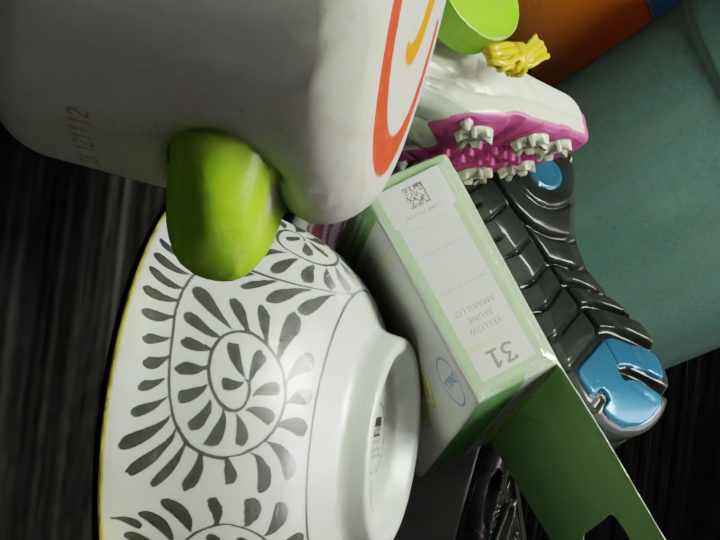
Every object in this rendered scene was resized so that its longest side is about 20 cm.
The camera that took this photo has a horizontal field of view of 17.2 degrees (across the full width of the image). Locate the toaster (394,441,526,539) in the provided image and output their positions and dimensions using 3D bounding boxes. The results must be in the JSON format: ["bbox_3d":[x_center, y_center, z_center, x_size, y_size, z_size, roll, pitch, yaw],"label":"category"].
[{"bbox_3d":[0.014,0.179,1.150,0.201,0.118,0.182,78,22,-51],"label":"toaster"}]

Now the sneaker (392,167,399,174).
[{"bbox_3d":[0.003,-0.126,1.085,0.088,0.080,0.202,-34,131,-83],"label":"sneaker"}]

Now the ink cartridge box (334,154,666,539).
[{"bbox_3d":[0.055,0.064,1.027,0.201,0.048,0.146,63,-15,11],"label":"ink cartridge box"}]

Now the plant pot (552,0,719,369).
[{"bbox_3d":[0.166,-0.040,1.226,0.201,0.195,0.201,55,15,-23],"label":"plant pot"}]

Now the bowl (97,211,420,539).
[{"bbox_3d":[-0.030,0.066,0.983,0.201,0.094,0.202,6,90,-75],"label":"bowl"}]

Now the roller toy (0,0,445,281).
[{"bbox_3d":[-0.043,-0.117,0.764,0.200,0.139,0.183,-66,168,-56],"label":"roller toy"}]

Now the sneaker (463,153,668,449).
[{"bbox_3d":[0.067,0.000,1.101,0.082,0.073,0.201,-47,-124,48],"label":"sneaker"}]

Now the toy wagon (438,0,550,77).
[{"bbox_3d":[0.017,-0.167,0.978,0.155,0.039,0.201,-14,80,-49],"label":"toy wagon"}]

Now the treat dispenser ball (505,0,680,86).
[{"bbox_3d":[0.150,-0.143,1.383,0.201,0.200,0.202,6,90,-76],"label":"treat dispenser ball"}]

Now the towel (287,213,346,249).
[{"bbox_3d":[0.000,0.000,1.203,0.200,0.030,0.147,73,26,-57],"label":"towel"}]

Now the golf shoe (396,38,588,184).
[{"bbox_3d":[0.016,-0.090,0.998,0.199,0.075,0.092,9,68,-38],"label":"golf shoe"}]
